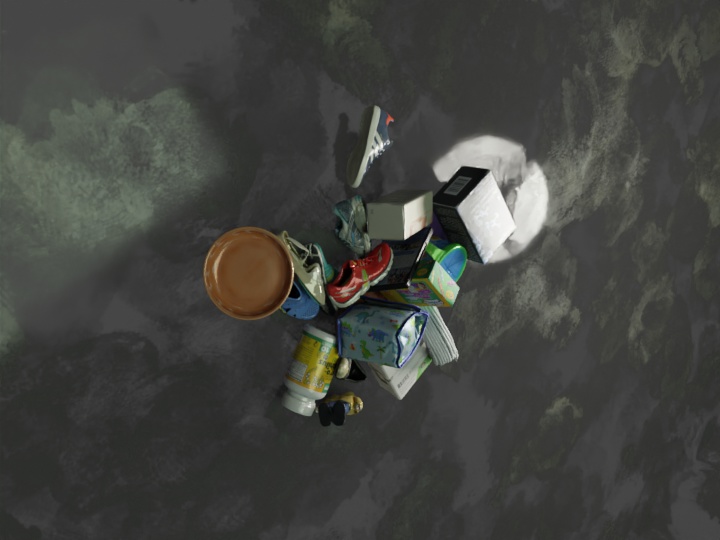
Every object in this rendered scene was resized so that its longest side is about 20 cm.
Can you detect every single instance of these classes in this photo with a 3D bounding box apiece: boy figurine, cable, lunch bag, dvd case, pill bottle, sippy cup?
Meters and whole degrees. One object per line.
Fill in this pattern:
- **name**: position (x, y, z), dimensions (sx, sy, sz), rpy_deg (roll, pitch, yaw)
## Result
- **boy figurine**: position (-0.052, 0.347, 1.747), dimensions (0.200, 0.122, 0.066), rpy_deg (19, 65, -78)
- **cable**: position (0.189, 0.154, 1.837), dimensions (0.068, 0.202, 0.200), rpy_deg (-27, 163, 1)
- **lunch bag**: position (0.057, 0.131, 1.658), dimensions (0.200, 0.167, 0.130), rpy_deg (-36, 131, -58)
- **dvd case**: position (0.089, -0.027, 1.694), dimensions (0.018, 0.141, 0.201), rpy_deg (56, 44, -32)
- **pill bottle**: position (-0.120, 0.241, 1.674), dimensions (0.112, 0.112, 0.203), rpy_deg (23, 88, -38)
- **sippy cup**: position (0.188, -0.032, 1.809), dimensions (0.139, 0.130, 0.180), rpy_deg (-29, 138, -33)

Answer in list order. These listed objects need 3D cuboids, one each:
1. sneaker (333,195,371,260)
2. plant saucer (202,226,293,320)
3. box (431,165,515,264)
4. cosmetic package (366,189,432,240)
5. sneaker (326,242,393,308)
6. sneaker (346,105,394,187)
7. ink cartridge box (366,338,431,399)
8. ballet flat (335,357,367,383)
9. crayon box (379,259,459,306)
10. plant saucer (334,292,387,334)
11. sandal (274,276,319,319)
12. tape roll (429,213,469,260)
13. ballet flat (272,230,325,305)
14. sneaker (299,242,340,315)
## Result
- **sneaker**: position (-0.020, -0.096, 1.696), dimensions (0.085, 0.078, 0.202), rpy_deg (-8, 129, 4)
- **plant saucer**: position (-0.244, 0.006, 1.515), dimensions (0.196, 0.037, 0.204), rpy_deg (0, 91, -4)
- **box**: position (0.294, -0.145, 1.803), dimensions (0.149, 0.106, 0.201), rpy_deg (-46, 125, -18)
- **cosmetic package**: position (0.100, -0.139, 1.691), dimensions (0.199, 0.102, 0.089), rpy_deg (-30, 121, -59)
- **sneaker**: position (0.000, 0.000, 1.640), dimensions (0.200, 0.077, 0.085), rpy_deg (-46, 128, -17)
- **sneaker**: position (0.031, -0.290, 1.666), dimensions (0.084, 0.075, 0.203), rpy_deg (17, 91, -34)
- **ink cartridge box**: position (0.097, 0.225, 1.815), dimensions (0.146, 0.083, 0.201), rpy_deg (-48, 144, -17)
- **ballet flat**: position (-0.023, 0.246, 1.722), dimensions (0.067, 0.056, 0.200), rpy_deg (-66, 165, -4)
- **crayon box**: position (0.131, 0.033, 1.717), dimensions (0.119, 0.198, 0.059), rpy_deg (45, 58, -35)
- **plant saucer**: position (0.015, 0.131, 1.797), dimensions (0.198, 0.032, 0.204), rpy_deg (-11, 110, -34)
- **sandal**: position (-0.163, 0.056, 1.609), dimensions (0.200, 0.086, 0.080), rpy_deg (40, 76, -39)
- **tape roll**: position (0.285, -0.134, 1.907), dimensions (0.198, 0.065, 0.204), rpy_deg (-10, 108, -34)
- **ballet flat**: position (-0.131, -0.010, 1.585), dimensions (0.069, 0.069, 0.201), rpy_deg (-45, 102, -18)
- **sneaker**: position (-0.090, 0.014, 1.674), dimensions (0.080, 0.077, 0.202), rpy_deg (-49, 133, -39)
